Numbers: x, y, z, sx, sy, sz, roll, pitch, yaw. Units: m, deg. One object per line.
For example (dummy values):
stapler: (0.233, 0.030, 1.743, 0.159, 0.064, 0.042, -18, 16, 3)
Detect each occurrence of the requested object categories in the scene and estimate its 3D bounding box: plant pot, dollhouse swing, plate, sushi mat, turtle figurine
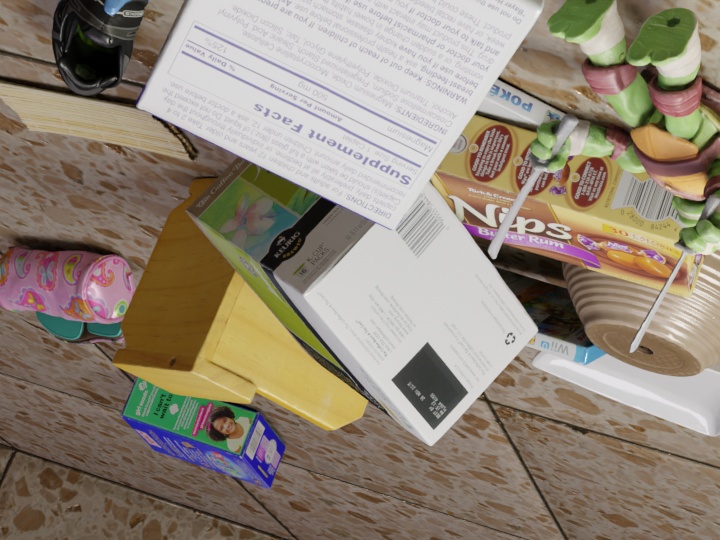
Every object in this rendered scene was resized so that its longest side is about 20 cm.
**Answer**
plant pot: (0.241, 0.023, 1.501, 0.200, 0.093, 0.201, 21, 163, 7)
dollhouse swing: (-0.091, 0.040, 1.770, 0.181, 0.201, 0.176, 2, 154, 48)
plate: (0.272, 0.091, 1.760, 0.199, 0.032, 0.200, 22, 162, 2)
sushi mat: (-0.251, -0.141, 1.741, 0.199, 0.012, 0.096, 13, 159, 29)
turtle figurine: (0.169, -0.068, 1.186, 0.199, 0.144, 0.194, -22, 131, 2)

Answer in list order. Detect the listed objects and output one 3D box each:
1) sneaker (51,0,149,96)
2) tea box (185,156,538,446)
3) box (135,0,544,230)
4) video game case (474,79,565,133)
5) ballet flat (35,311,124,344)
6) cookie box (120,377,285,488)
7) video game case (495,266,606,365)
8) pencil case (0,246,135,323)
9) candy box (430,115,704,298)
sneaker: (-0.214, -0.179, 1.466, 0.070, 0.083, 0.200, 25, 163, -10)
tea box: (0.000, 0.000, 1.471, 0.197, 0.134, 0.200, 32, 165, 50)
box: (-0.009, -0.154, 1.122, 0.183, 0.105, 0.200, 26, 132, -10)
video game case: (0.078, -0.105, 1.433, 0.182, 0.022, 0.200, 26, 162, -11)
ballet flat: (-0.332, 0.063, 2.374, 0.199, 0.070, 0.071, 3, 174, 45)
cookie box: (-0.228, 0.235, 2.721, 0.199, 0.076, 0.171, 16, 162, 18)
video game case: (0.135, 0.032, 1.624, 0.199, 0.018, 0.143, 17, -162, 27)
pencil case: (-0.353, 0.015, 2.218, 0.199, 0.088, 0.087, 5, 156, 46)
candy box: (0.155, -0.049, 1.375, 0.199, 0.057, 0.117, 16, 164, 16)
